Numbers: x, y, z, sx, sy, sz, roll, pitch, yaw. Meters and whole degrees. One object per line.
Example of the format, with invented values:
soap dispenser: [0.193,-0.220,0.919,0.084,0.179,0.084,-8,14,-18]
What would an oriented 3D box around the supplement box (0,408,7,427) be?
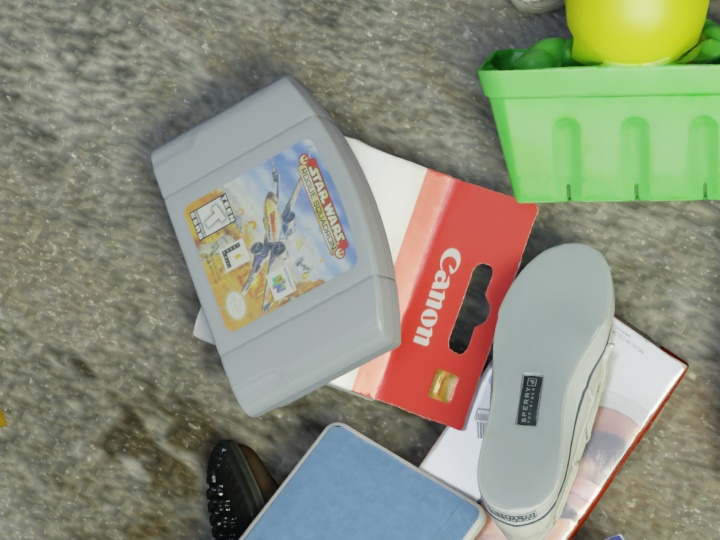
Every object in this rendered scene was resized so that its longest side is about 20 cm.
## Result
supplement box: [-0.382,0.056,1.721,0.199,0.133,0.198,-24,83,8]

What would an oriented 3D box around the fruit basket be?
fruit basket: [0.177,-0.147,1.627,0.214,0.156,0.217,2,101,8]

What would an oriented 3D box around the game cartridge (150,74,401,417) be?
game cartridge: [-0.052,-0.021,1.663,0.133,0.041,0.201,-30,70,23]

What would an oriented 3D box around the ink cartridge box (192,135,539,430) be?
ink cartridge box: [0.000,0.000,1.676,0.199,0.050,0.162,19,90,31]

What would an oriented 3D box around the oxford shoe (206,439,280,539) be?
oxford shoe: [-0.040,0.194,1.689,0.084,0.073,0.200,-13,58,-34]

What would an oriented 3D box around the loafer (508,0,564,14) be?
loafer: [0.175,-0.244,1.677,0.200,0.070,0.070,-39,82,5]

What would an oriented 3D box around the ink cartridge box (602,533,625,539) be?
ink cartridge box: [0.131,0.298,1.626,0.196,0.043,0.201,-29,95,24]

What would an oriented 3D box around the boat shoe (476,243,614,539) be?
boat shoe: [0.122,0.085,1.606,0.074,0.086,0.203,4,58,14]

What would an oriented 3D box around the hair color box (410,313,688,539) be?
hair color box: [0.117,0.114,1.671,0.111,0.064,0.200,34,94,9]

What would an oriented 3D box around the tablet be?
tablet: [-0.025,0.201,1.618,0.130,0.014,0.200,29,68,24]
